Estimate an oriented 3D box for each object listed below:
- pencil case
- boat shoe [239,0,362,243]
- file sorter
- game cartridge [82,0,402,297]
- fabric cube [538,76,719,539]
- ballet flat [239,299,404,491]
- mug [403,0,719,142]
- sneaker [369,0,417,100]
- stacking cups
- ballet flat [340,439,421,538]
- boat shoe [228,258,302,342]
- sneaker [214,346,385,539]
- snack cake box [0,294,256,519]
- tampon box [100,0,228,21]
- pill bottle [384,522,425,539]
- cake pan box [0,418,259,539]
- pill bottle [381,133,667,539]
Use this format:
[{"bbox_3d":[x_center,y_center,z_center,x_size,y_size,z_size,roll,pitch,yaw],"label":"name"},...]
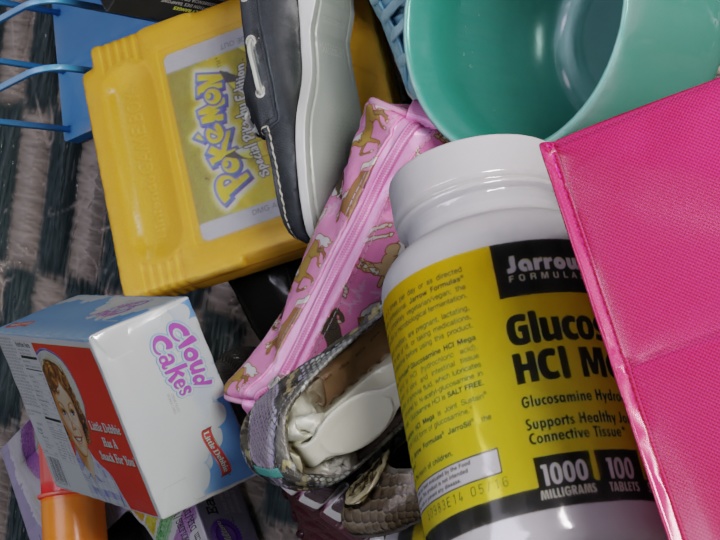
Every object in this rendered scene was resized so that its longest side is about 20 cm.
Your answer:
[{"bbox_3d":[0.000,0.000,0.997,0.200,0.083,0.087,-63,25,2],"label":"pencil case"},{"bbox_3d":[-0.039,-0.109,1.066,0.060,0.076,0.200,-7,73,26],"label":"boat shoe"},{"bbox_3d":[-0.218,-0.210,1.278,0.139,0.123,0.200,-16,75,43],"label":"file sorter"},{"bbox_3d":[-0.071,-0.087,1.122,0.200,0.032,0.176,-18,73,12],"label":"game cartridge"},{"bbox_3d":[0.212,0.028,0.724,0.199,0.196,0.200,-21,70,12],"label":"fabric cube"},{"bbox_3d":[0.027,0.046,0.932,0.200,0.072,0.072,-40,51,-10],"label":"ballet flat"},{"bbox_3d":[0.110,-0.115,0.944,0.152,0.114,0.185,36,113,40],"label":"mug"},{"bbox_3d":[0.020,-0.174,1.061,0.074,0.082,0.200,-33,65,40],"label":"sneaker"},{"bbox_3d":[-0.193,0.210,1.203,0.060,0.060,0.200,-22,71,42],"label":"stacking cups"},{"bbox_3d":[0.065,0.074,0.918,0.200,0.067,0.046,-33,108,21],"label":"ballet flat"},{"bbox_3d":[-0.076,-0.023,1.166,0.074,0.063,0.201,-39,63,35],"label":"boat shoe"},{"bbox_3d":[-0.034,0.147,1.076,0.200,0.076,0.116,45,129,14],"label":"sneaker"},{"bbox_3d":[-0.148,0.078,1.092,0.200,0.067,0.115,0,111,63],"label":"snack cake box"},{"bbox_3d":[-0.092,-0.277,1.151,0.200,0.126,0.150,-48,55,33],"label":"tampon box"},{"bbox_3d":[0.117,0.138,0.920,0.200,0.114,0.114,-28,68,41],"label":"pill bottle"},{"bbox_3d":[-0.162,0.164,1.248,0.184,0.052,0.200,-43,59,37],"label":"cake pan box"},{"bbox_3d":[0.071,0.044,0.826,0.112,0.112,0.200,-30,61,40],"label":"pill bottle"}]
